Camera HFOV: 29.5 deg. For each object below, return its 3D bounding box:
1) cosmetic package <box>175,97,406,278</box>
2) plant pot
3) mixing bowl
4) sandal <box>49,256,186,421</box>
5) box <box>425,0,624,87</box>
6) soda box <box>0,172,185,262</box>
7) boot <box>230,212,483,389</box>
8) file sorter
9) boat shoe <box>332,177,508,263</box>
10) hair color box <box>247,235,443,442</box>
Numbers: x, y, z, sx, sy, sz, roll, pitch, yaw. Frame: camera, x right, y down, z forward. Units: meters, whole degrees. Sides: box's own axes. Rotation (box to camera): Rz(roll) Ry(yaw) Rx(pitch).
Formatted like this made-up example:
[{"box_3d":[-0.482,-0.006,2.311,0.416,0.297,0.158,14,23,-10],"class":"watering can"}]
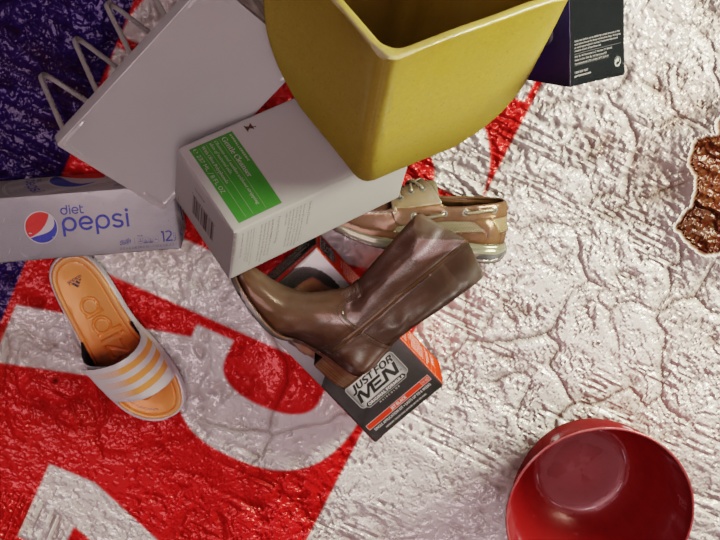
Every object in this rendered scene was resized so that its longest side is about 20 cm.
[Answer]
[{"box_3d":[-0.063,-0.091,1.278,0.199,0.085,0.108,-28,67,-24],"class":"cosmetic package"},{"box_3d":[0.032,-0.197,1.187,0.194,0.195,0.201,-24,149,-26],"class":"plant pot"},{"box_3d":[0.246,0.235,1.455,0.197,0.109,0.203,-1,110,-2],"class":"mixing bowl"},{"box_3d":[-0.258,0.079,1.405,0.079,0.059,0.208,-30,108,8],"class":"sandal"},{"box_3d":[0.141,-0.252,1.232,0.078,0.199,0.143,-15,112,-35],"class":"box"},{"box_3d":[-0.275,-0.056,1.355,0.197,0.064,0.069,-5,111,0],"class":"soda box"},{"box_3d":[0.000,0.000,1.314,0.200,0.065,0.186,-40,120,18],"class":"boot"},{"box_3d":[-0.181,-0.190,1.263,0.200,0.125,0.138,-44,137,12],"class":"file sorter"},{"box_3d":[0.055,-0.059,1.368,0.197,0.076,0.073,8,105,-15],"class":"boat shoe"},{"box_3d":[-0.015,0.069,1.411,0.101,0.061,0.200,-41,105,12],"class":"hair color box"}]
